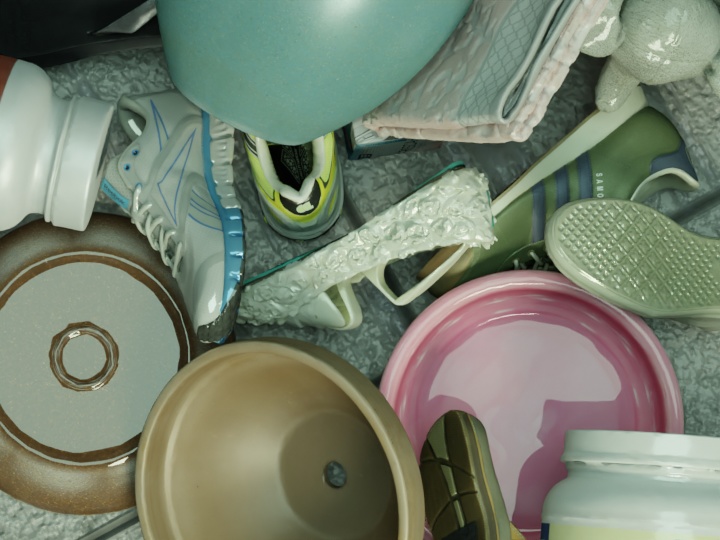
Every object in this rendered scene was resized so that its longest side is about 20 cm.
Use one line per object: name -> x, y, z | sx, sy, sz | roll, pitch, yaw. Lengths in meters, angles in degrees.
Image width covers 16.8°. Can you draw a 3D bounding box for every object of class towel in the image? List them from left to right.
towel -> 0.093, -0.169, 1.508 | 0.032, 0.191, 0.200 | 35, 79, -24

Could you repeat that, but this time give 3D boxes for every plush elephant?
plush elephant -> 0.193, -0.170, 1.561 | 0.164, 0.200, 0.155 | 26, 64, -8

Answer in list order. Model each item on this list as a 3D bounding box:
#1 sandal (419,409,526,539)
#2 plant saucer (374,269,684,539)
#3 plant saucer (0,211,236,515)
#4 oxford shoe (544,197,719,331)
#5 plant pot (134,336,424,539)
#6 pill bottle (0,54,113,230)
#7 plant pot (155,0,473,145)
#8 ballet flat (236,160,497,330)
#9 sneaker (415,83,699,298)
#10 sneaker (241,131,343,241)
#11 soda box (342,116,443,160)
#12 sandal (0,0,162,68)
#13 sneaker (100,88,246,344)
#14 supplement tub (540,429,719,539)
sandal -> 0.080, 0.185, 1.522 | 0.054, 0.080, 0.201 | 7, 67, -33
plant saucer -> 0.108, 0.100, 1.590 | 0.200, 0.051, 0.201 | 0, 91, 0
plant saucer -> -0.179, 0.058, 1.591 | 0.200, 0.037, 0.201 | 0, 83, -4
oxford shoe -> 0.194, 0.001, 1.582 | 0.199, 0.058, 0.075 | 11, 72, -34
plant pot -> -0.036, 0.138, 1.544 | 0.200, 0.093, 0.202 | 4, 98, 29
pill bottle -> -0.264, -0.089, 1.565 | 0.199, 0.112, 0.113 | 13, 82, -3
plant pot -> -0.047, -0.158, 1.498 | 0.200, 0.200, 0.135 | 28, 107, -1
ballet flat -> 0.000, 0.000, 1.567 | 0.200, 0.072, 0.072 | -28, 85, 18
sneaker -> 0.138, -0.031, 1.611 | 0.200, 0.067, 0.090 | -41, 84, -10
sneaker -> -0.050, -0.123, 1.604 | 0.075, 0.076, 0.201 | -16, 82, -5
soda box -> 0.011, -0.179, 1.623 | 0.068, 0.064, 0.201 | -9, 83, -6
sandal -> -0.148, -0.180, 1.594 | 0.199, 0.043, 0.076 | -19, 63, 5
sneaker -> -0.121, -0.036, 1.558 | 0.086, 0.075, 0.200 | 2, 50, -15
supplement tub -> 0.178, 0.201, 1.479 | 0.144, 0.145, 0.201 | 4, 84, -4
